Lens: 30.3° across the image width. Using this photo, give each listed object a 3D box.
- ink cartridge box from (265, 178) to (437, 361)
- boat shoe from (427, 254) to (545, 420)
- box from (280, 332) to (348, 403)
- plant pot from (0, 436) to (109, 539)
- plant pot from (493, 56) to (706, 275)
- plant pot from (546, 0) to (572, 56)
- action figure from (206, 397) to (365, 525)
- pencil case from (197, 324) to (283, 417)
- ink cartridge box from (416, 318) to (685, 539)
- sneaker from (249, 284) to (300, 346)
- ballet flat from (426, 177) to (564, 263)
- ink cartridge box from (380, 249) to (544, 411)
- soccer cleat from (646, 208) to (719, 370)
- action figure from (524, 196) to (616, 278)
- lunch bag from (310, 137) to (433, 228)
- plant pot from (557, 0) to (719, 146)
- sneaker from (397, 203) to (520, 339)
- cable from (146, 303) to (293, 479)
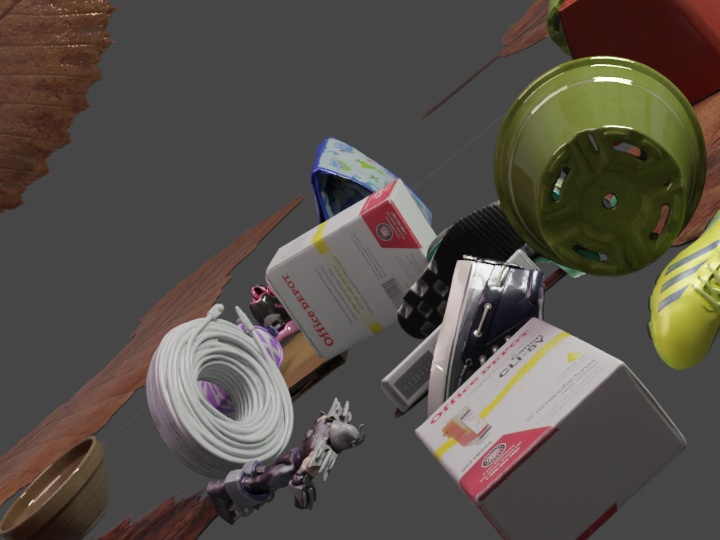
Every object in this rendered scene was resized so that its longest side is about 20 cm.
[{"bbox_3d":[0.000,0.000,1.691,0.198,0.146,0.084,-29,15,21],"label":"ink cartridge box"},{"bbox_3d":[0.125,0.078,1.285,0.091,0.075,0.203,5,64,17],"label":"boat shoe"},{"bbox_3d":[-0.072,0.119,1.840,0.163,0.021,0.200,-38,13,19],"label":"box"},{"bbox_3d":[-0.446,0.354,2.019,0.200,0.093,0.201,-40,14,12],"label":"plant pot"},{"bbox_3d":[0.213,-0.078,1.162,0.199,0.201,0.190,-38,5,14],"label":"plant pot"},{"bbox_3d":[0.364,-0.428,2.044,0.199,0.199,0.192,-28,31,45],"label":"plant pot"},{"bbox_3d":[-0.069,0.211,1.444,0.199,0.070,0.130,-30,10,30],"label":"action figure"},{"bbox_3d":[-0.188,0.154,1.866,0.200,0.085,0.084,-46,11,38],"label":"pencil case"},{"bbox_3d":[0.136,0.127,1.022,0.145,0.084,0.200,-43,12,-3],"label":"ink cartridge box"},{"bbox_3d":[-0.125,0.054,2.031,0.079,0.096,0.200,-42,4,8],"label":"sneaker"},{"bbox_3d":[0.170,-0.053,1.597,0.198,0.075,0.074,-25,19,27],"label":"ballet flat"},{"bbox_3d":[0.105,0.071,1.436,0.200,0.044,0.174,-43,-7,-5],"label":"ink cartridge box"},{"bbox_3d":[0.294,-0.003,1.059,0.200,0.065,0.083,-49,12,-32],"label":"soccer cleat"},{"bbox_3d":[0.220,-0.044,1.452,0.118,0.055,0.200,-47,9,-11],"label":"action figure"},{"bbox_3d":[0.003,-0.091,1.908,0.127,0.201,0.170,-37,14,14],"label":"lunch bag"},{"bbox_3d":[0.358,-0.308,1.623,0.199,0.177,0.201,-29,17,43],"label":"plant pot"},{"bbox_3d":[0.122,-0.011,1.545,0.200,0.074,0.088,-47,-5,30],"label":"sneaker"},{"bbox_3d":[-0.173,0.155,1.621,0.069,0.201,0.199,-38,-5,36],"label":"cable"}]
